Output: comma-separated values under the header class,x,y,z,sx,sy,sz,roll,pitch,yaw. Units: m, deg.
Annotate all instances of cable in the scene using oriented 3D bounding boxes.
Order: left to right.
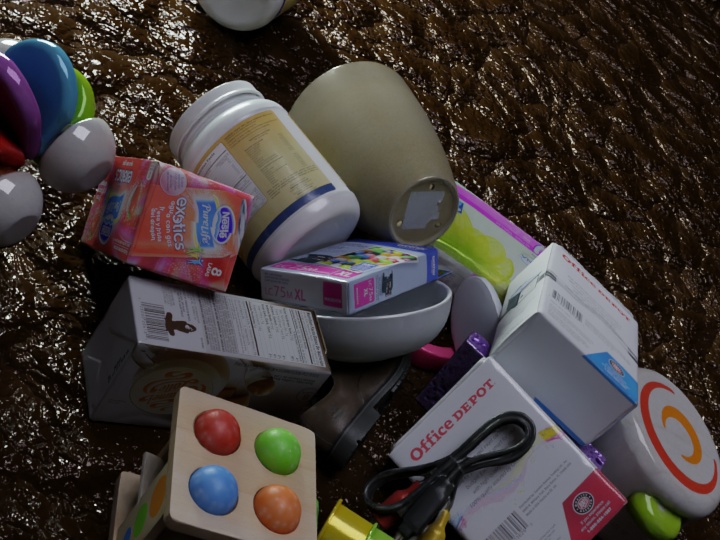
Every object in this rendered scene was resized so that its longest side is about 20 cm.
class,x,y,z,sx,sy,sz,roll,pitch,yaw
cable,0.080,0.203,1.052,0.200,0.050,0.097,-43,65,-15

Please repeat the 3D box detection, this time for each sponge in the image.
class,x,y,z,sx,sy,sz,roll,pitch,yaw
sponge,0.162,0.174,1.192,0.200,0.112,0.030,44,36,7

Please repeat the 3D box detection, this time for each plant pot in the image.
class,x,y,z,sx,sy,sz,roll,pitch,yaw
plant pot,0.028,-0.118,1.279,0.186,0.189,0.200,9,28,-35

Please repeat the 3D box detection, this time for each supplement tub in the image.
class,x,y,z,sx,sy,sz,roll,pitch,yaw
supplement tub,-0.110,-0.099,1.213,0.201,0.145,0.144,51,37,16
supplement tub,-0.141,-0.441,1.558,0.145,0.146,0.200,39,35,-1

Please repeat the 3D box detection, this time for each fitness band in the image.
class,x,y,z,sx,sy,sz,roll,pitch,yaw
fitness band,0.092,0.046,1.333,0.144,0.038,0.199,47,37,10

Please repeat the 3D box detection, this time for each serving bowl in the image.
class,x,y,z,sx,sy,sz,roll,pitch,yaw
serving bowl,0.000,0.055,1.156,0.197,0.067,0.200,-2,13,0

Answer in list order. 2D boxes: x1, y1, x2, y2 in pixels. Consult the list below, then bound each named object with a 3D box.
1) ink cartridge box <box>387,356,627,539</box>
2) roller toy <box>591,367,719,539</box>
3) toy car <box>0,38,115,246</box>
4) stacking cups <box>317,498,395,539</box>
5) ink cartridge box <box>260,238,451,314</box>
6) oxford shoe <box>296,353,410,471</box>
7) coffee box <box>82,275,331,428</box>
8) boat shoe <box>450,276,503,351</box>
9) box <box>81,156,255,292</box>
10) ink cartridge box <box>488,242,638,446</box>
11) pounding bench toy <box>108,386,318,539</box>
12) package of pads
class,x,y,z,sx,sy,sz,roll,pitch,yaw
ink cartridge box,0.146,0.211,1.098,0.200,0.147,0.086,47,-5,12
roller toy,0.316,0.219,1.258,0.199,0.139,0.184,-11,68,-52
toy car,-0.338,-0.140,1.011,0.200,0.150,0.175,-39,76,-22
stacking cups,0.050,0.286,0.984,0.199,0.061,0.061,31,35,5
ink cartridge box,0.000,0.000,1.163,0.118,0.043,0.199,9,15,36
oxford shoe,-0.005,0.120,1.136,0.084,0.073,0.200,34,31,8
coffee box,-0.143,0.086,1.009,0.198,0.115,0.080,13,42,-34
boat shoe,0.163,0.105,1.268,0.067,0.071,0.203,-5,76,-49
box,-0.189,-0.048,1.039,0.102,0.096,0.199,18,-1,-27
ink cartridge box,0.231,0.076,1.204,0.146,0.086,0.200,42,25,-5
pounding bench toy,-0.087,0.207,0.889,0.198,0.156,0.125,22,38,-23
package of pads,0.150,-0.014,1.363,0.199,0.068,0.155,34,37,-12
